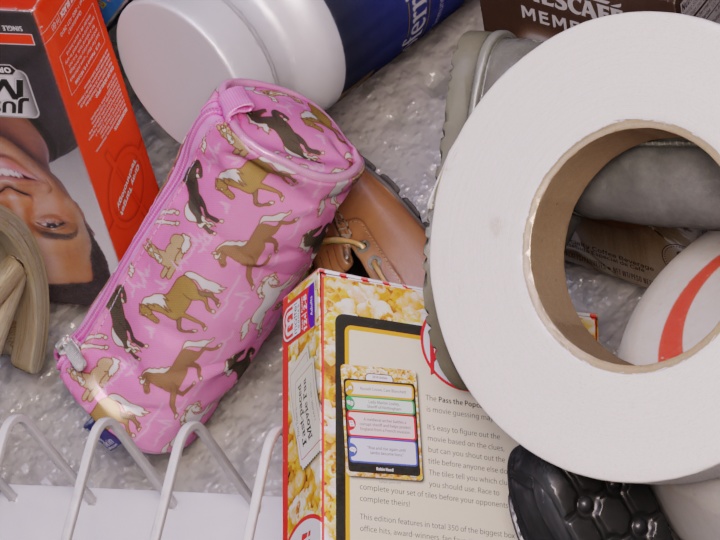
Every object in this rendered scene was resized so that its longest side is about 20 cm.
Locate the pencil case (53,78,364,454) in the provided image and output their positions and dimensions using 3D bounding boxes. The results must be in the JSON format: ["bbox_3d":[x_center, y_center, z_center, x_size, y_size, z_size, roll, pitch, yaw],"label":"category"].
[{"bbox_3d":[-0.077,-0.002,1.488,0.083,0.086,0.200,44,119,20],"label":"pencil case"}]

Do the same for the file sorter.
[{"bbox_3d":[-0.120,0.150,1.448,0.199,0.125,0.139,1,61,21],"label":"file sorter"}]

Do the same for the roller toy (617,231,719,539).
[{"bbox_3d":[0.217,0.068,1.363,0.182,0.140,0.201,3,52,25],"label":"roller toy"}]

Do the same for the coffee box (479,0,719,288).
[{"bbox_3d":[0.128,-0.092,1.444,0.114,0.201,0.080,19,52,29],"label":"coffee box"}]

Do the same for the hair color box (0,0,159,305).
[{"bbox_3d":[-0.174,-0.075,1.548,0.101,0.201,0.061,4,44,22],"label":"hair color box"}]

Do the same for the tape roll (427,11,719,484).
[{"bbox_3d":[0.123,-0.009,1.273,0.202,0.037,0.204,-3,84,31],"label":"tape roll"}]

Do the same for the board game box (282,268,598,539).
[{"bbox_3d":[0.040,0.109,1.393,0.151,0.046,0.201,10,66,-23],"label":"board game box"}]

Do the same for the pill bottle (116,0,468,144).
[{"bbox_3d":[-0.025,-0.150,1.559,0.116,0.116,0.200,31,55,31],"label":"pill bottle"}]

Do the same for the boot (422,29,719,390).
[{"bbox_3d":[0.130,-0.027,1.331,0.199,0.072,0.183,6,96,26],"label":"boot"}]

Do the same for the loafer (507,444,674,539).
[{"bbox_3d":[0.126,0.161,1.347,0.068,0.070,0.201,-30,98,-20],"label":"loafer"}]

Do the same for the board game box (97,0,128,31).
[{"bbox_3d":[-0.097,-0.213,1.604,0.056,0.200,0.196,42,72,-6],"label":"board game box"}]

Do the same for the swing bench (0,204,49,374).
[{"bbox_3d":[-0.285,0.033,1.559,0.198,0.130,0.201,23,79,28],"label":"swing bench"}]

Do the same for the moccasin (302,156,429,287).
[{"bbox_3d":[0.000,0.001,1.527,0.078,0.074,0.201,-37,65,-14],"label":"moccasin"}]
